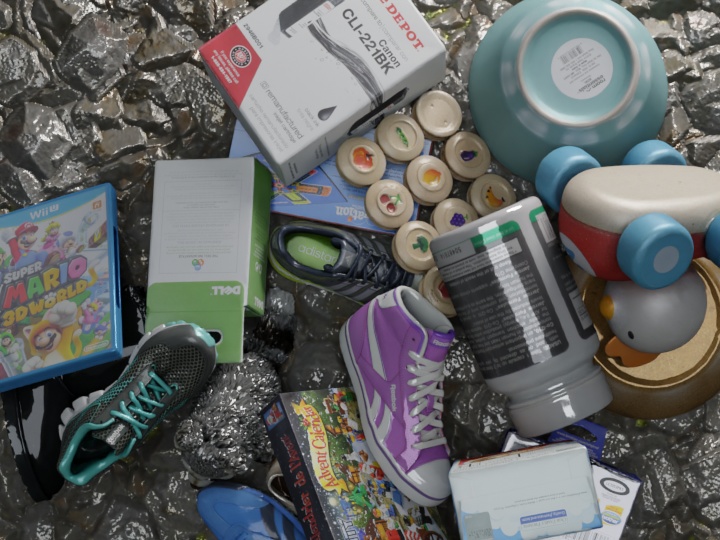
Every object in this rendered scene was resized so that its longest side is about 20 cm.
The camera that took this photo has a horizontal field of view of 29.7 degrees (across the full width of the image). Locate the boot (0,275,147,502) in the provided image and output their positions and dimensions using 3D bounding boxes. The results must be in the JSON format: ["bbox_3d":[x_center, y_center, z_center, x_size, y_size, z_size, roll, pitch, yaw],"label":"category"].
[{"bbox_3d":[-0.269,0.114,1.337,0.161,0.073,0.200,-13,87,-3],"label":"boot"}]

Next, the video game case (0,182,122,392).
[{"bbox_3d":[-0.301,0.015,1.312,0.142,0.018,0.201,-16,54,9],"label":"video game case"}]

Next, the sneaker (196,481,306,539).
[{"bbox_3d":[-0.083,0.280,1.298,0.200,0.078,0.066,37,129,5],"label":"sneaker"}]

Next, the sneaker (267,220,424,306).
[{"bbox_3d":[0.000,0.000,1.319,0.199,0.081,0.074,13,87,4],"label":"sneaker"}]

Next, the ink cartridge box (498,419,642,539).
[{"bbox_3d":[0.181,0.237,1.293,0.136,0.076,0.201,21,89,6],"label":"ink cartridge box"}]

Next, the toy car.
[{"bbox_3d":[0.256,0.009,1.238,0.176,0.184,0.201,-6,118,-20],"label":"toy car"}]

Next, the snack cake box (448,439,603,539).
[{"bbox_3d":[0.139,0.189,1.163,0.114,0.200,0.068,-12,84,5],"label":"snack cake box"}]

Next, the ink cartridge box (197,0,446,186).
[{"bbox_3d":[-0.034,-0.203,1.322,0.199,0.084,0.145,-35,80,-5],"label":"ink cartridge box"}]

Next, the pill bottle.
[{"bbox_3d":[0.150,0.043,1.246,0.113,0.113,0.201,-23,90,2],"label":"pill bottle"}]

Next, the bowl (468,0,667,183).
[{"bbox_3d":[0.204,-0.185,1.309,0.199,0.105,0.202,0,86,5],"label":"bowl"}]

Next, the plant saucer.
[{"bbox_3d":[0.282,0.045,1.322,0.199,0.035,0.202,0,86,3],"label":"plant saucer"}]

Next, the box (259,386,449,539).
[{"bbox_3d":[0.001,0.205,1.256,0.038,0.136,0.201,-42,61,39],"label":"box"}]

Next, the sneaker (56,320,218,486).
[{"bbox_3d":[-0.206,0.129,1.237,0.078,0.091,0.200,40,113,-17],"label":"sneaker"}]

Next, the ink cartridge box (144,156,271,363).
[{"bbox_3d":[-0.147,-0.006,1.309,0.103,0.059,0.201,-1,78,13],"label":"ink cartridge box"}]

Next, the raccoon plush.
[{"bbox_3d":[-0.124,0.109,1.291,0.096,0.134,0.201,7,86,4],"label":"raccoon plush"}]

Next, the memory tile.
[{"bbox_3d":[0.079,-0.068,1.321,0.153,0.017,0.201,-31,85,-25],"label":"memory tile"}]

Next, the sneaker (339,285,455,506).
[{"bbox_3d":[0.053,0.112,1.259,0.114,0.072,0.201,-37,70,40],"label":"sneaker"}]

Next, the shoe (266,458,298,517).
[{"bbox_3d":[-0.005,0.242,1.316,0.199,0.053,0.070,26,88,5],"label":"shoe"}]

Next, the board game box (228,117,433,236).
[{"bbox_3d":[-0.034,-0.099,1.360,0.199,0.019,0.104,11,85,4],"label":"board game box"}]
